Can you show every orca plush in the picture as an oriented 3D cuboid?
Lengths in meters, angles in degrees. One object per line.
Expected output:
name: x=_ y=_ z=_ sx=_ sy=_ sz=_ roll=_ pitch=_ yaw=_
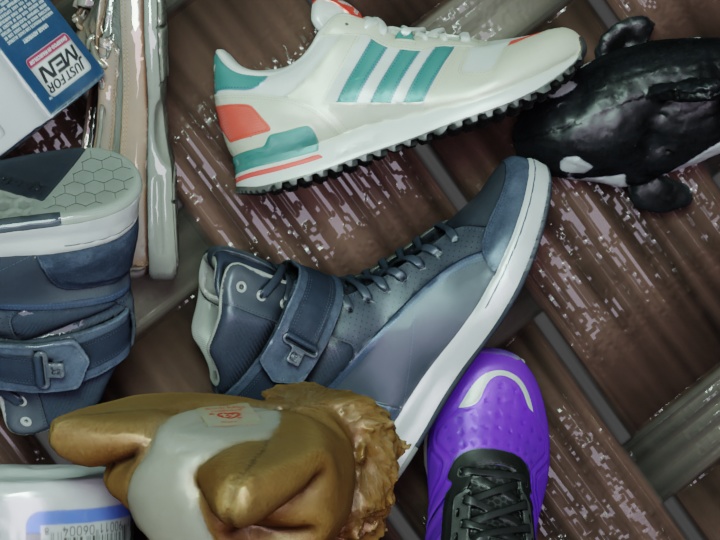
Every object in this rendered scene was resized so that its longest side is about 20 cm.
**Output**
orca plush: x=0.186 y=-0.082 z=1.451 sx=0.199 sy=0.071 sz=0.106 roll=6 pitch=90 yaw=-9

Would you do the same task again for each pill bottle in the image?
pill bottle: x=-0.171 y=0.202 z=1.377 sx=0.113 sy=0.114 sz=0.201 roll=0 pitch=91 yaw=-9

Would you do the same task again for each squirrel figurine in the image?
squirrel figurine: x=-0.053 y=0.157 z=1.335 sx=0.200 sy=0.141 sz=0.188 roll=-18 pitch=113 yaw=-50

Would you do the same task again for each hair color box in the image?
hair color box: x=-0.232 y=-0.144 z=1.365 sx=0.100 sy=0.061 sz=0.200 roll=-32 pitch=98 yaw=35

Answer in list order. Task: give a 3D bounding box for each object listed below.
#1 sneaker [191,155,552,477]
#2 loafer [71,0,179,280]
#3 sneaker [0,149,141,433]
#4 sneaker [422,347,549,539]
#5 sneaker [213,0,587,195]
sneaker: x=0.000 y=0.001 z=1.419 sx=0.146 sy=0.077 sz=0.203 roll=33 pitch=87 yaw=-11
loafer: x=-0.129 y=-0.093 z=1.403 sx=0.063 sy=0.072 sz=0.201 roll=-4 pitch=95 yaw=-2
sneaker: x=-0.210 y=0.017 z=1.349 sx=0.201 sy=0.077 sz=0.147 roll=-2 pitch=132 yaw=-7
sneaker: x=0.069 y=0.143 z=1.421 sx=0.069 sy=0.100 sz=0.201 roll=8 pitch=90 yaw=-11
sneaker: x=0.016 y=-0.109 z=1.416 sx=0.199 sy=0.070 sz=0.094 roll=-19 pitch=89 yaw=2
